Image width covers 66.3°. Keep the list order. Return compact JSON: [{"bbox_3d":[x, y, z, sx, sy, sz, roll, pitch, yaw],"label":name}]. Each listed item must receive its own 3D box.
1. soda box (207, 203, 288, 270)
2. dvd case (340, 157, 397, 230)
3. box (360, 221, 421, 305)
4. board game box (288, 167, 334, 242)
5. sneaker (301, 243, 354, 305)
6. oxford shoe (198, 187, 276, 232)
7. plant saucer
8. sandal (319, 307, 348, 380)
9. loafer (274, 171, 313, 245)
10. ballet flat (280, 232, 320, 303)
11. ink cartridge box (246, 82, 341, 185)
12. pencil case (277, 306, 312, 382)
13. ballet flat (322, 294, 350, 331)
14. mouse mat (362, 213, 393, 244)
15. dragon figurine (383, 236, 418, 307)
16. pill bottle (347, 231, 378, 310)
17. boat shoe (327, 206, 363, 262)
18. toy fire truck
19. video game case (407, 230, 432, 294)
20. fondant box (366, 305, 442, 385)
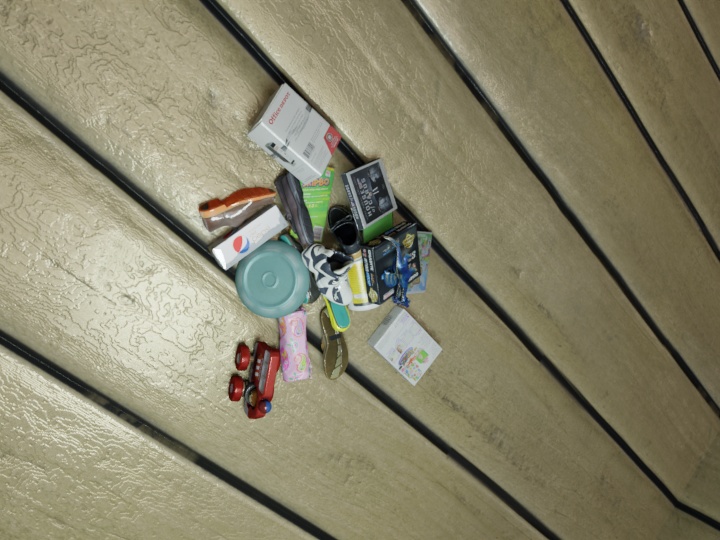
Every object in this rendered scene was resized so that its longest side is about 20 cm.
[{"bbox_3d":[-0.286,-0.087,1.401,0.199,0.068,0.064,-38,112,-15],"label":"soda box"},{"bbox_3d":[0.027,-0.210,1.484,0.200,0.024,0.153,-37,111,-54],"label":"dvd case"},{"bbox_3d":[0.085,-0.023,1.466,0.199,0.045,0.162,-31,122,-44],"label":"box"},{"bbox_3d":[-0.132,-0.183,1.483,0.094,0.030,0.204,9,97,-26],"label":"board game box"},{"bbox_3d":[-0.054,0.016,1.408,0.079,0.129,0.201,-42,118,-28],"label":"sneaker"},{"bbox_3d":[-0.304,-0.155,1.392,0.197,0.071,0.074,-19,124,-15],"label":"oxford shoe"},{"bbox_3d":[-0.230,0.024,1.414,0.196,0.036,0.204,0,92,3],"label":"plant saucer"},{"bbox_3d":[-0.083,0.205,1.558,0.079,0.054,0.204,-7,87,-30],"label":"sandal"},{"bbox_3d":[-0.172,-0.154,1.420,0.062,0.072,0.203,-19,78,16],"label":"loafer"},{"bbox_3d":[-0.156,-0.011,1.478,0.068,0.068,0.203,-25,104,-35],"label":"ballet flat"},{"bbox_3d":[-0.164,-0.341,1.387,0.199,0.082,0.148,39,58,-25],"label":"ink cartridge box"},{"bbox_3d":[-0.178,0.199,1.486,0.086,0.087,0.204,-8,99,-24],"label":"pencil case"},{"bbox_3d":[-0.077,0.072,1.520,0.066,0.067,0.203,-10,78,-22],"label":"ballet flat"},{"bbox_3d":[0.049,-0.116,1.518,0.160,0.007,0.204,16,70,-53],"label":"mouse mat"},{"bbox_3d":[0.096,0.010,1.395,0.100,0.058,0.201,-64,148,-32],"label":"dragon figurine"},{"bbox_3d":[0.000,0.000,1.527,0.110,0.111,0.204,-16,105,-22],"label":"pill bottle"},{"bbox_3d":[-0.042,-0.109,1.450,0.074,0.201,0.063,-25,139,1],"label":"boat shoe"},{"bbox_3d":[-0.260,0.286,1.417,0.110,0.167,0.204,11,94,-26],"label":"toy fire truck"},{"bbox_3d":[0.141,-0.023,1.593,0.199,0.022,0.186,-1,100,-53],"label":"video game case"},{"bbox_3d":[0.134,0.226,1.657,0.200,0.058,0.145,45,78,-23],"label":"fondant box"}]
